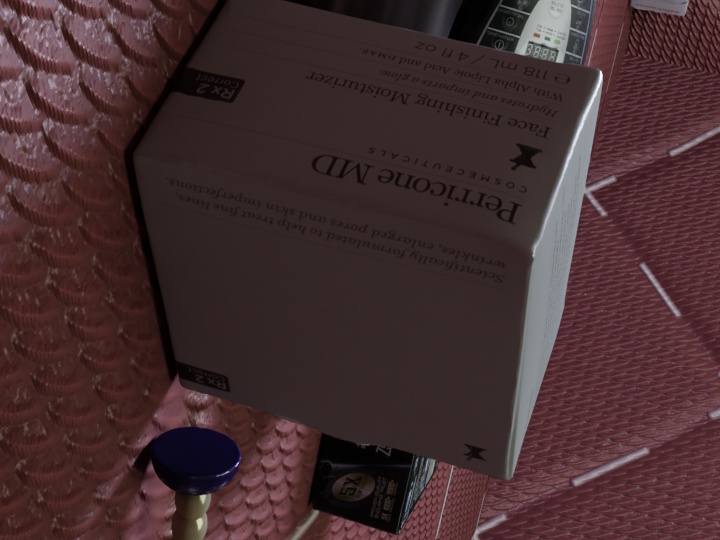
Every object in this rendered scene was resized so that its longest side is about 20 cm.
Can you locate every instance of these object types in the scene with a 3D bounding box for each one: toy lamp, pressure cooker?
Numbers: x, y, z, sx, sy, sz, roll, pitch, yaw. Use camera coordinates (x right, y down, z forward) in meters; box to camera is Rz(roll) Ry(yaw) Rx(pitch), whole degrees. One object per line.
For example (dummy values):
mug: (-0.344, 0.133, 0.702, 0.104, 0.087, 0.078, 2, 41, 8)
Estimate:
toy lamp: (-0.105, 0.192, 0.785, 0.058, 0.058, 0.201, -52, 153, -62)
pressure cooker: (0.049, -0.141, 0.802, 0.179, 0.175, 0.201, -16, 121, -79)

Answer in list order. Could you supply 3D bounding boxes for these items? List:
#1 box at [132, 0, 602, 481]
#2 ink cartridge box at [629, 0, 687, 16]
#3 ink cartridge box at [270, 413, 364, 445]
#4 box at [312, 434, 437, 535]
box: (0.007, -0.015, 0.703, 0.200, 0.198, 0.131, 89, 20, -51)
ink cartridge box: (0.750, -0.719, 3.329, 0.200, 0.146, 0.085, 56, 48, -75)
ink cartridge box: (0.000, 0.000, 0.961, 0.145, 0.083, 0.201, -59, 160, -54)
box: (0.034, 0.113, 1.239, 0.164, 0.086, 0.201, -41, 144, -69)
